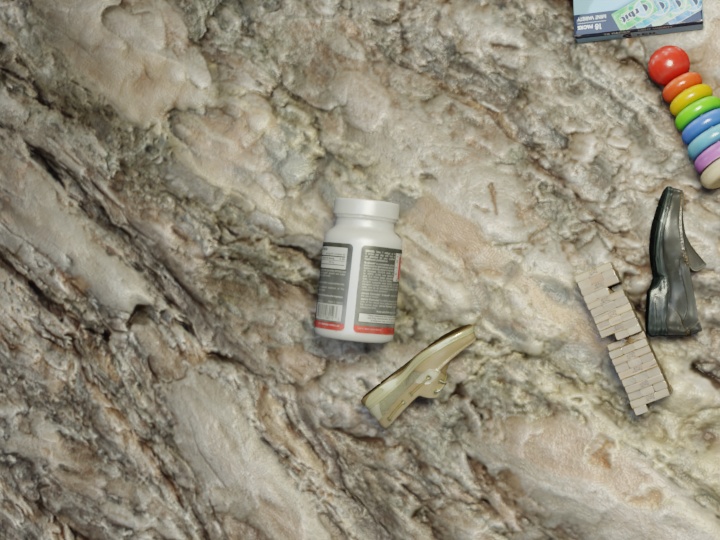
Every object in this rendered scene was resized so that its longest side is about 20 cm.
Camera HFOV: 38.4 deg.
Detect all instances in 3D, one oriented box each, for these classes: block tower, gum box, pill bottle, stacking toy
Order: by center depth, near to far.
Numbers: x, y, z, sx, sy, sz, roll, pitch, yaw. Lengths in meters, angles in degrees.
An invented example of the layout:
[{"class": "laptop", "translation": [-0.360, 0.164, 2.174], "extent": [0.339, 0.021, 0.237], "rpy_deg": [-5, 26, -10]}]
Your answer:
[{"class": "stacking toy", "translation": [0.446, -0.211, 1.365], "extent": [0.085, 0.085, 0.200], "rpy_deg": [-29, 72, 16]}, {"class": "block tower", "translation": [0.355, 0.090, 1.389], "extent": [0.058, 0.054, 0.200], "rpy_deg": [-24, 81, 18]}, {"class": "gum box", "translation": [0.375, -0.422, 1.410], "extent": [0.170, 0.045, 0.200], "rpy_deg": [-3, 86, 19]}, {"class": "pill bottle", "translation": [0.000, 0.000, 1.486], "extent": [0.116, 0.116, 0.200], "rpy_deg": [6, 89, 20]}]

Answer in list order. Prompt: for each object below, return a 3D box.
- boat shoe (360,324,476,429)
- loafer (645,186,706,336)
[{"class": "boat shoe", "translation": [0.093, 0.151, 1.474], "extent": [0.200, 0.072, 0.065], "rpy_deg": [-39, 85, 16]}, {"class": "loafer", "translation": [0.419, -0.011, 1.368], "extent": [0.072, 0.073, 0.200], "rpy_deg": [3, 98, 11]}]
